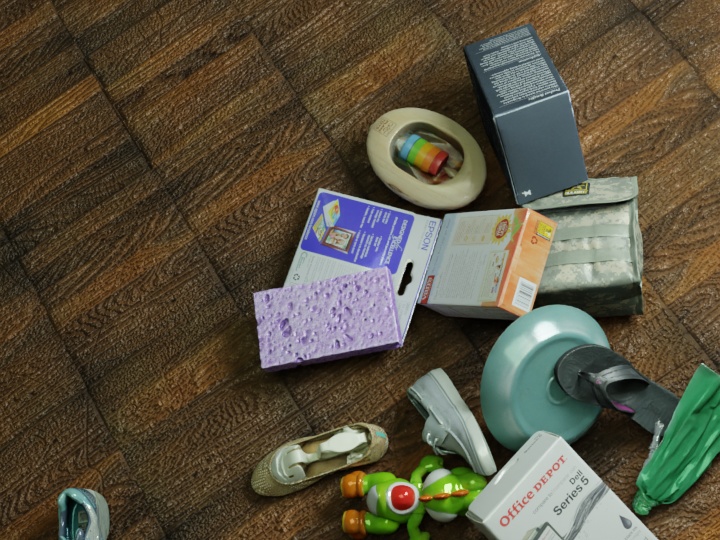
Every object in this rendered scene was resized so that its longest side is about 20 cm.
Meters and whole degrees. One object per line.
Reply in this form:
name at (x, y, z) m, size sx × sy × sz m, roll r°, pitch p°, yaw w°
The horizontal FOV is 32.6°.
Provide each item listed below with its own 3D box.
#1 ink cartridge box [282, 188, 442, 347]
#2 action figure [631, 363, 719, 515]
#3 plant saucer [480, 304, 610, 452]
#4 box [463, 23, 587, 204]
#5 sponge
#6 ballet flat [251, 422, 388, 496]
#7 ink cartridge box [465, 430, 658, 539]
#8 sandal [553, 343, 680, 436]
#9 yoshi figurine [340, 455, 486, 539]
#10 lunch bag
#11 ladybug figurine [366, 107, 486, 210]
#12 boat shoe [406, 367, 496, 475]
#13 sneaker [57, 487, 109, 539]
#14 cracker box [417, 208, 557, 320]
ink cartridge box at (0.000, 0.000, 1.755) m, size 0.197 × 0.043 × 0.201 m, roll 15°, pitch 73°, yaw 18°
action figure at (0.407, 0.225, 1.562) m, size 0.117 × 0.055 × 0.201 m, roll 34°, pitch 92°, yaw -20°
plant saucer at (0.247, 0.146, 1.573) m, size 0.200 × 0.201 × 0.036 m, roll -44°, pitch 26°, yaw -8°
box at (0.225, -0.218, 1.699) m, size 0.106 × 0.150 × 0.201 m, roll -18°, pitch 38°, yaw 4°
sponge at (-0.046, 0.068, 1.702) m, size 0.197 × 0.030 × 0.113 m, roll -12°, pitch 69°, yaw 10°
ballet flat at (-0.061, 0.247, 1.656) m, size 0.197 × 0.065 × 0.071 m, roll -22°, pitch 66°, yaw 3°
ink cartridge box at (0.250, 0.319, 1.509) m, size 0.200 × 0.084 × 0.146 m, roll 46°, pitch 82°, yaw -5°
sandal at (0.336, 0.151, 1.560) m, size 0.198 × 0.048 × 0.076 m, roll 25°, pitch 91°, yaw -19°
yoshi figurine at (0.080, 0.298, 1.607) m, size 0.197 × 0.114 × 0.112 m, roll -10°, pitch 27°, yaw 22°
lunch bag at (0.300, -0.044, 1.674) m, size 0.161 × 0.118 × 0.203 m, roll -5°, pitch 59°, yaw 14°
ladybug figurine at (0.095, -0.157, 1.783) m, size 0.199 × 0.072 × 0.136 m, roll 36°, pitch 80°, yaw 22°
boat shoe at (0.114, 0.207, 1.605) m, size 0.071 × 0.071 × 0.201 m, roll -29°, pitch 35°, yaw -3°
sneaker at (-0.374, 0.387, 1.653) m, size 0.077 × 0.086 × 0.202 m, roll -21°, pitch 65°, yaw 3°
cracker box at (0.166, -0.008, 1.643) m, size 0.057 × 0.199 × 0.136 m, roll 23°, pitch 79°, yaw -27°
